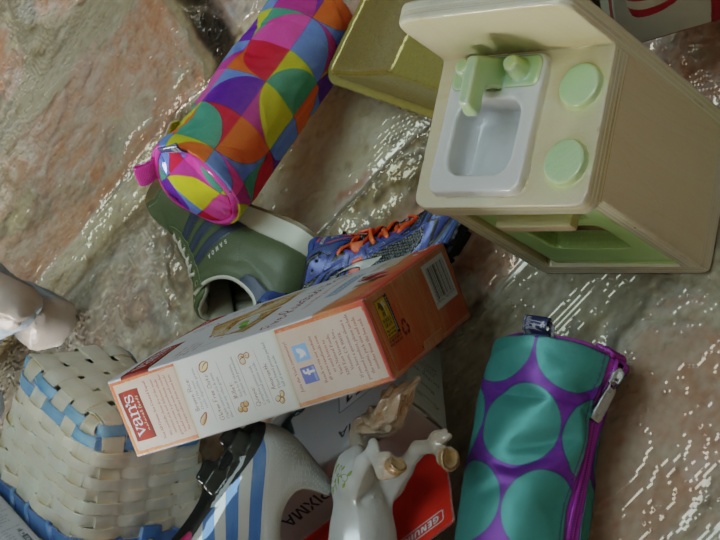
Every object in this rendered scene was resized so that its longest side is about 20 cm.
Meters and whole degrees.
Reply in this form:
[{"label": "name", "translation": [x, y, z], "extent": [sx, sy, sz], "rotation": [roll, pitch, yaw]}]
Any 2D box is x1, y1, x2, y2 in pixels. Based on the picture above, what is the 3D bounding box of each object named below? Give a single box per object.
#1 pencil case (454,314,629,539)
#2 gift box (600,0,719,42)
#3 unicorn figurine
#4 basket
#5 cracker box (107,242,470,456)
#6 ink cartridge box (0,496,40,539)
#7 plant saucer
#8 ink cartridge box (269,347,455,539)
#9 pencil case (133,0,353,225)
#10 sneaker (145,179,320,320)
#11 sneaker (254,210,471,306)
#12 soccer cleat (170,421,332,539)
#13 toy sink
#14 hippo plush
[{"label": "pencil case", "translation": [0.107, 0.135, 1.032], "extent": [0.092, 0.085, 0.202], "rotation": [-3, 70, 42]}, {"label": "gift box", "translation": [0.195, -0.260, 1.021], "extent": [0.183, 0.200, 0.188], "rotation": [-19, 55, 8]}, {"label": "unicorn figurine", "translation": [-0.003, 0.172, 1.028], "extent": [0.137, 0.074, 0.201], "rotation": [-24, 37, 55]}, {"label": "basket", "translation": [-0.194, 0.171, 1.254], "extent": [0.176, 0.138, 0.202], "rotation": [35, 114, 44]}, {"label": "cracker box", "translation": [-0.045, 0.050, 1.100], "extent": [0.199, 0.134, 0.058], "rotation": [-19, 97, 28]}, {"label": "ink cartridge box", "translation": [-0.263, 0.241, 1.258], "extent": [0.040, 0.201, 0.200], "rotation": [-28, 40, -28]}, {"label": "plant saucer", "translation": [0.092, -0.195, 1.222], "extent": [0.199, 0.048, 0.201], "rotation": [25, 88, 45]}, {"label": "ink cartridge box", "translation": [-0.027, 0.149, 1.133], "extent": [0.200, 0.043, 0.174], "rotation": [-40, 25, 22]}, {"label": "pencil case", "translation": [-0.080, -0.128, 1.275], "extent": [0.088, 0.089, 0.201], "rotation": [7, 51, 43]}, {"label": "sneaker", "translation": [-0.110, -0.008, 1.300], "extent": [0.199, 0.067, 0.090], "rotation": [20, 78, 42]}, {"label": "sneaker", "translation": [0.000, 0.000, 1.176], "extent": [0.200, 0.075, 0.079], "rotation": [-42, 88, 19]}, {"label": "soccer cleat", "translation": [-0.092, 0.192, 1.077], "extent": [0.201, 0.086, 0.070], "rotation": [-55, 11, -2]}, {"label": "toy sink", "translation": [0.117, -0.075, 1.038], "extent": [0.130, 0.199, 0.113], "rotation": [0, 71, 41]}, {"label": "hippo plush", "translation": [-0.355, 0.058, 1.428], "extent": [0.199, 0.159, 0.162], "rotation": [25, 88, 44]}]
